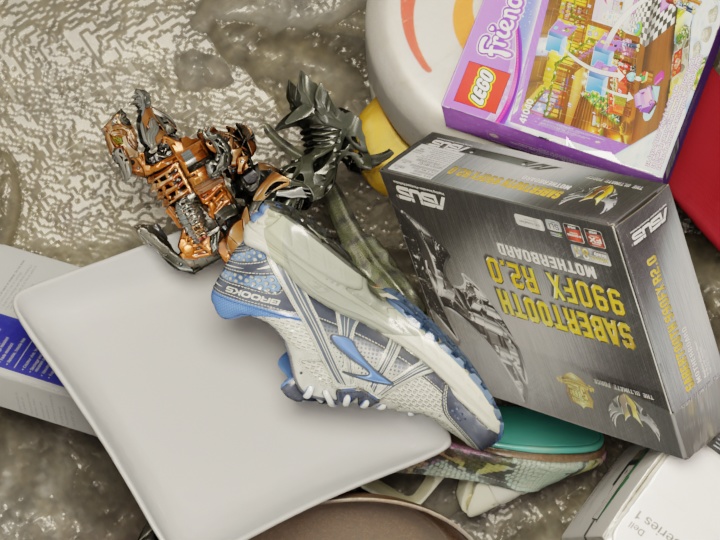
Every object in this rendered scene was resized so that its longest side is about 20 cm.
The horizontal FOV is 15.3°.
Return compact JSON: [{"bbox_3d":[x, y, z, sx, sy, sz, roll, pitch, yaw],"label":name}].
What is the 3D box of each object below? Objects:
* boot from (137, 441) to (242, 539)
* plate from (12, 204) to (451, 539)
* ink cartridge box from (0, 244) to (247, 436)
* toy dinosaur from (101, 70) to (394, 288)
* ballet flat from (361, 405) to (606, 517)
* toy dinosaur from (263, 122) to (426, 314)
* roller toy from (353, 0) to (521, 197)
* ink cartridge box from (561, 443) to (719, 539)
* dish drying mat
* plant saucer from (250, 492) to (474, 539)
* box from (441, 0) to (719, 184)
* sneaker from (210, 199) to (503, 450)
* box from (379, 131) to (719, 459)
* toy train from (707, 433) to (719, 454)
[{"bbox_3d":[-0.076,0.116,1.635,0.068,0.131,0.200,31,84,1],"label":"boot"},{"bbox_3d":[-0.078,0.066,1.581,0.200,0.032,0.200,-22,66,-32],"label":"plate"},{"bbox_3d":[-0.178,0.046,1.646,0.200,0.039,0.099,18,51,17],"label":"ink cartridge box"},{"bbox_3d":[-0.056,-0.043,1.598,0.200,0.102,0.136,41,85,-27],"label":"toy dinosaur"},{"bbox_3d":[0.052,0.116,1.669,0.200,0.069,0.071,9,110,-17],"label":"ballet flat"},{"bbox_3d":[0.000,0.000,1.667,0.047,0.088,0.200,-30,72,-13],"label":"toy dinosaur"},{"bbox_3d":[0.094,-0.135,1.661,0.182,0.140,0.200,9,75,4],"label":"roller toy"},{"bbox_3d":[0.211,0.172,1.606,0.146,0.200,0.084,36,83,1],"label":"ink cartridge box"},{"bbox_3d":[0.218,-0.067,1.650,0.018,0.200,0.077,18,75,39],"label":"dish drying mat"},{"bbox_3d":[-0.018,0.203,1.629,0.200,0.032,0.200,-6,128,-8],"label":"plant saucer"},{"bbox_3d":[0.146,-0.157,1.568,0.137,0.039,0.200,19,76,12],"label":"box"},{"bbox_3d":[-0.004,0.048,1.561,0.200,0.077,0.085,40,96,-13],"label":"sneaker"},{"bbox_3d":[0.111,0.011,1.538,0.048,0.200,0.158,-35,122,-28],"label":"box"},{"bbox_3d":[0.179,0.083,1.698,0.200,0.034,0.046,33,81,0],"label":"toy train"}]
